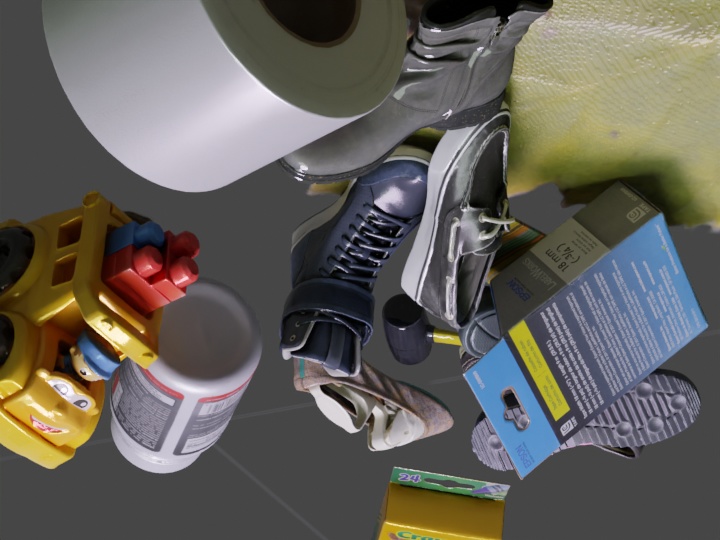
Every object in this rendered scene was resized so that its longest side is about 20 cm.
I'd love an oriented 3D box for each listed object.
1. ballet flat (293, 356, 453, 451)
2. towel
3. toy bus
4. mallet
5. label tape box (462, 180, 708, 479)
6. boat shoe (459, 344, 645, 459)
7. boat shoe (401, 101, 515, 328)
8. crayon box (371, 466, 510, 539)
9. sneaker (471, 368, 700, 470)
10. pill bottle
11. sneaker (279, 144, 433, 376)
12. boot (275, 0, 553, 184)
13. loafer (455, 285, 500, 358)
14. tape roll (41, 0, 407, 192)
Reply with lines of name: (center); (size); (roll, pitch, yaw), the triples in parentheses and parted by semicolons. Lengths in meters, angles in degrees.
ballet flat: (0.008, 0.127, 1.810); (0.199, 0.068, 0.068); (32, 141, -32)
towel: (0.159, 0.006, 1.634); (0.199, 0.018, 0.086); (26, 144, -26)
toy bus: (-0.221, 0.038, 1.613); (0.191, 0.202, 0.136); (-21, 136, 26)
mallet: (0.115, 0.069, 1.697); (0.198, 0.041, 0.066); (13, 149, 9)
label tape box: (0.165, 0.046, 1.533); (0.199, 0.063, 0.145); (-37, 132, -7)
boat shoe: (0.179, 0.114, 1.751); (0.198, 0.065, 0.073); (19, 148, -15)
boat shoe: (0.088, -0.043, 1.482); (0.064, 0.070, 0.201); (41, 138, 28)
crayon box: (0.079, 0.281, 2.047); (0.124, 0.052, 0.201); (9, 147, -2)
sneaker: (0.194, 0.114, 1.671); (0.198, 0.082, 0.071); (-11, 106, 15)
pill bottle: (-0.165, 0.100, 1.762); (0.115, 0.117, 0.200); (15, 147, -10)
sneaker: (0.001, 0.001, 1.545); (0.076, 0.147, 0.202); (23, 143, -19)
boot: (0.032, -0.141, 1.337); (0.199, 0.068, 0.131); (-23, 156, -25)
loafer: (0.166, 0.036, 1.623); (0.198, 0.063, 0.072); (4, 120, -25)
tape roll: (-0.085, -0.167, 1.249); (0.138, 0.204, 0.202); (-22, 137, 39)
